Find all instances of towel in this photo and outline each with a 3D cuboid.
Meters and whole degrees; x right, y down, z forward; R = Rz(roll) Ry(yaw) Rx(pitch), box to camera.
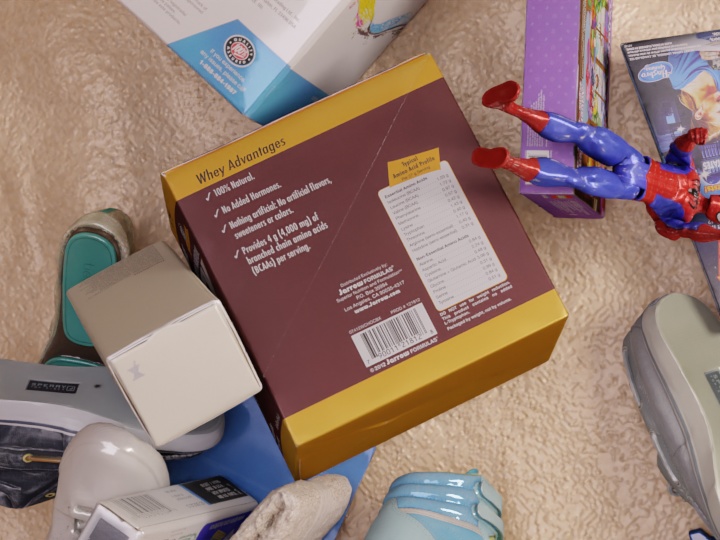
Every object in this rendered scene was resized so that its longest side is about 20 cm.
[{"bbox_3d":[-0.086,0.217,1.495,0.034,0.133,0.200,41,99,11],"label":"towel"}]

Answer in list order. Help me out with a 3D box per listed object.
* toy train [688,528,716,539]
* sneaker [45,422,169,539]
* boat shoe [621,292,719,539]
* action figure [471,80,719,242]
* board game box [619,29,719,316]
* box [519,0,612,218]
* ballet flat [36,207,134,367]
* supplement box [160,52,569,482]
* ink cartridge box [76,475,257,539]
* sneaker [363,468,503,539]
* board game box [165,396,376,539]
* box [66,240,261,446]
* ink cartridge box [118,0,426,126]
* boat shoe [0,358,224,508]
[{"bbox_3d":[0.285,0.171,1.495,0.199,0.034,0.046,-22,77,10],"label":"toy train"},{"bbox_3d":[-0.182,0.187,1.511,0.075,0.200,0.089,22,45,0],"label":"sneaker"},{"bbox_3d":[0.229,0.115,1.493,0.070,0.072,0.201,-9,68,-29],"label":"boat shoe"},{"bbox_3d":[0.177,-0.062,1.401,0.099,0.200,0.065,-1,75,53],"label":"action figure"},{"bbox_3d":[0.283,-0.063,1.503,0.199,0.062,0.201,-7,85,12],"label":"board game box"},{"bbox_3d":[0.139,-0.141,1.504,0.039,0.137,0.201,1,86,14],"label":"box"},{"bbox_3d":[-0.189,0.050,1.597,0.067,0.062,0.201,17,112,5],"label":"ballet flat"},{"bbox_3d":[0.000,0.000,1.496,0.197,0.133,0.200,-25,77,-8],"label":"supplement box"},{"bbox_3d":[-0.164,0.232,1.478,0.043,0.198,0.200,32,99,15],"label":"ink cartridge box"},{"bbox_3d":[0.088,0.208,1.516,0.200,0.131,0.079,39,135,-18],"label":"sneaker"},{"bbox_3d":[-0.079,0.141,1.580,0.158,0.039,0.201,25,96,9],"label":"board game box"},{"bbox_3d":[-0.129,0.043,1.456,0.082,0.200,0.069,-28,107,-6],"label":"box"},{"bbox_3d":[-0.044,-0.214,1.547,0.147,0.146,0.200,43,95,13],"label":"ink cartridge box"},{"bbox_3d":[-0.191,0.118,1.558,0.199,0.071,0.091,8,121,8],"label":"boat shoe"}]
